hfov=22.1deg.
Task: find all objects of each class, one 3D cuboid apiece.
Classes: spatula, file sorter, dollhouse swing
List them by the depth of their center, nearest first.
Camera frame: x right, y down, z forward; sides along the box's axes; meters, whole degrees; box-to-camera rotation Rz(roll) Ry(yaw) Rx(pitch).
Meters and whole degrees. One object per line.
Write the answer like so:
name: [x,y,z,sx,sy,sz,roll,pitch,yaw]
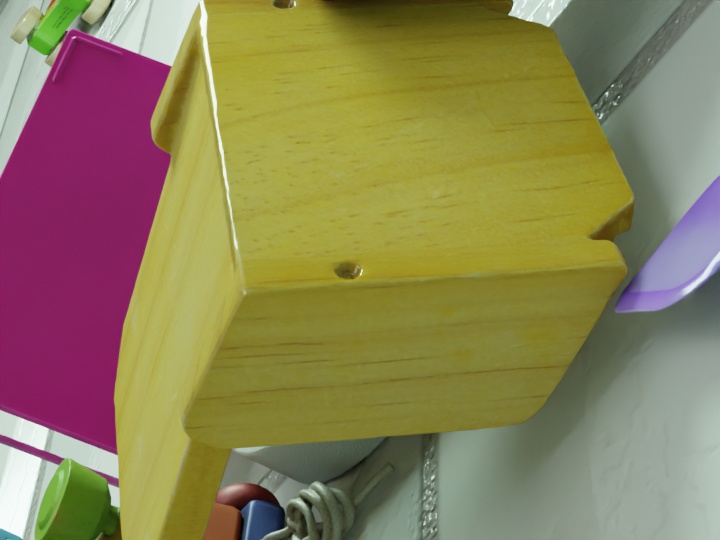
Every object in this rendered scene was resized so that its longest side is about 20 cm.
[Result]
spatula: [0.139,-0.072,0.602,0.200,0.021,0.057,-65,15,-9]
dollhouse swing: [-0.007,0.016,0.716,0.200,0.181,0.176,-105,14,-54]
file sorter: [-0.127,0.005,0.987,0.125,0.139,0.200,105,-174,-70]

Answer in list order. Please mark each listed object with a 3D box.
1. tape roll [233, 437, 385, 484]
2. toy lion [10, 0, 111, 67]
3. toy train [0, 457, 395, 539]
tape roll: [0.000,0.000,0.848,0.203,0.037,0.203,-51,23,31]
toy lion: [-0.314,-0.339,2.114,0.200,0.069,0.192,-32,28,56]
toy train: [-0.087,0.114,0.798,0.200,0.116,0.085,-49,23,35]
